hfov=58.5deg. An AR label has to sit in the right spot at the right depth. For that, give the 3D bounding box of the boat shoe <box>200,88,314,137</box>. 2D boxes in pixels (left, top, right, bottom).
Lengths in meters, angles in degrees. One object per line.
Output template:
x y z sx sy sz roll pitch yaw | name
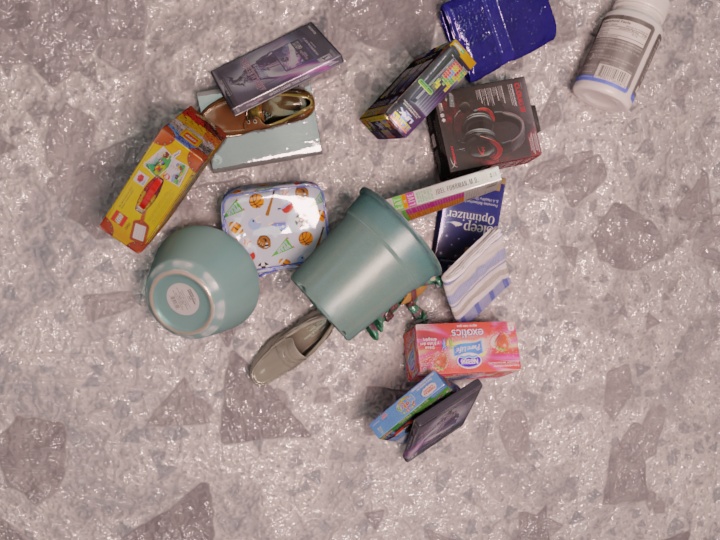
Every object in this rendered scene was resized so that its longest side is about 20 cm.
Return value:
-0.175 -0.271 1.079 0.198 0.068 0.073 -16 104 -7 | boat shoe

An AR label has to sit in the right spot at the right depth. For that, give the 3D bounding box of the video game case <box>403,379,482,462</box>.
0.150 0.284 1.204 0.142 0.201 0.019 -28 63 -20 | video game case

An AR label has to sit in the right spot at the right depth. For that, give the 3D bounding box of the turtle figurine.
0.098 0.049 1.209 0.199 0.101 0.150 -32 147 -18 | turtle figurine

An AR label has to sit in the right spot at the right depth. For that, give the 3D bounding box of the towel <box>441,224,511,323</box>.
0.219 0.018 1.192 0.147 0.024 0.200 -42 146 -10 | towel

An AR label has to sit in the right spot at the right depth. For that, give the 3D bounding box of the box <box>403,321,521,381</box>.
0.191 0.155 1.227 0.198 0.103 0.095 -1 73 -12 | box

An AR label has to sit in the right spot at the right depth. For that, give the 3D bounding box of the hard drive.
-0.176 -0.258 1.134 0.198 0.033 0.141 -12 102 -9 | hard drive

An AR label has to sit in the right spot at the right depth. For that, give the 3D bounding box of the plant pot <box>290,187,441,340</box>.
0.000 0.000 1.091 0.196 0.200 0.200 -43 104 -5 | plant pot

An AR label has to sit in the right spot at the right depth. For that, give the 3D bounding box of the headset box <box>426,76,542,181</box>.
0.231 -0.260 1.177 0.198 0.075 0.150 -12 88 -9 | headset box

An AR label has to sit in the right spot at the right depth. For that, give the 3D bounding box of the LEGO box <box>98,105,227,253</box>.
-0.313 -0.147 1.034 0.077 0.149 0.200 36 114 -14 | LEGO box

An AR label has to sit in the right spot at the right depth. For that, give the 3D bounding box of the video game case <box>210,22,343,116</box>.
-0.143 -0.341 1.078 0.199 0.143 0.019 -27 138 -6 | video game case

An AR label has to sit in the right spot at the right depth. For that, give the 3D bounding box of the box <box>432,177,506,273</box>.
0.204 -0.087 1.238 0.120 0.032 0.202 7 99 -12 | box

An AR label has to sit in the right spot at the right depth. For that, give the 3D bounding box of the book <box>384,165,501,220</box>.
0.145 -0.134 1.138 0.198 0.134 0.048 -16 89 7 | book

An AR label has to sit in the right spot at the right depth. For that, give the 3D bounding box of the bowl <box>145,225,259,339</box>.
-0.282 0.036 1.090 0.199 0.105 0.202 5 113 10 | bowl

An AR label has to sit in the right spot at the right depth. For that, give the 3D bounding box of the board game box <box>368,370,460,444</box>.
0.113 0.260 1.199 0.151 0.200 0.037 -41 64 5 | board game box

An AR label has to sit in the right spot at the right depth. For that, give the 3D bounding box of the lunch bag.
-0.154 -0.073 1.149 0.198 0.076 0.162 -8 106 -9 | lunch bag

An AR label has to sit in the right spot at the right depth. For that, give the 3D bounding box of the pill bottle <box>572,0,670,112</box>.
0.486 -0.409 1.195 0.113 0.114 0.201 23 94 -14 | pill bottle

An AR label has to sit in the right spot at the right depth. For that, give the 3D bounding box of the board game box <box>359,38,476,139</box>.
0.090 -0.300 1.092 0.057 0.200 0.165 42 91 -16 | board game box

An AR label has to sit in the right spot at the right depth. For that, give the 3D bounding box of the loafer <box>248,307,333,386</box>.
-0.126 0.142 1.192 0.200 0.070 0.070 -44 104 -1 | loafer

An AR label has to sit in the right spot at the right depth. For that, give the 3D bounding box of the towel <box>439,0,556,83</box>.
0.252 -0.453 1.179 0.199 0.050 0.148 -28 110 -6 | towel
